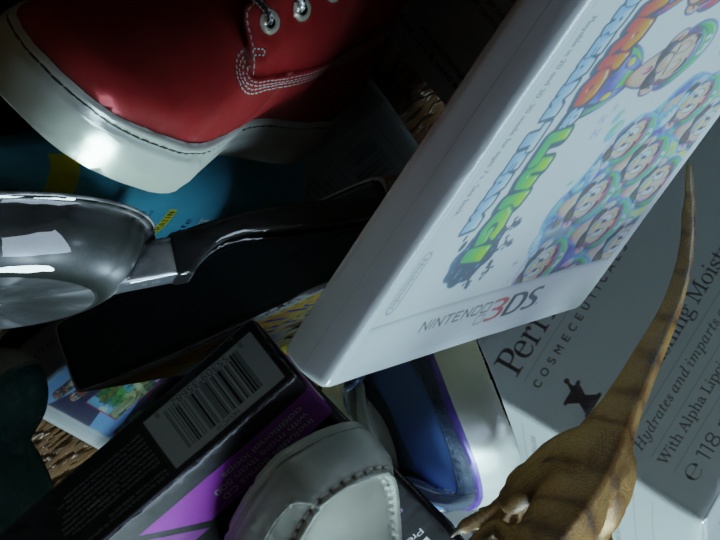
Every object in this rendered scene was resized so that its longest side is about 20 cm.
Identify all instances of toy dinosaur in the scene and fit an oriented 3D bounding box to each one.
[{"bbox_3d":[0.084,0.071,0.989,0.200,0.060,0.106,-57,177,-28],"label":"toy dinosaur"}]

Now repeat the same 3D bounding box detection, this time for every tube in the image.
[{"bbox_3d":[-0.094,-0.029,0.904,0.077,0.051,0.200,-27,168,33],"label":"tube"}]

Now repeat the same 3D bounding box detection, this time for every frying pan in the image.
[{"bbox_3d":[-0.090,-0.001,0.878,0.190,0.031,0.115,4,164,-34],"label":"frying pan"}]

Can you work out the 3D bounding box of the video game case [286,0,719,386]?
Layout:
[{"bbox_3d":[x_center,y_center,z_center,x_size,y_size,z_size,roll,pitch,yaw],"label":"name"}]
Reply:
[{"bbox_3d":[0.078,-0.054,0.901,0.182,0.024,0.200,-14,143,-57],"label":"video game case"}]

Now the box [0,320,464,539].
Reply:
[{"bbox_3d":[-0.046,0.112,0.990,0.143,0.036,0.200,-41,147,1],"label":"box"}]

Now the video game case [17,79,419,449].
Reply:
[{"bbox_3d":[-0.044,0.009,1.122,0.182,0.023,0.200,-40,162,1],"label":"video game case"}]

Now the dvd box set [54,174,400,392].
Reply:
[{"bbox_3d":[0.000,0.000,1.016,0.146,0.029,0.200,-24,172,27],"label":"dvd box set"}]

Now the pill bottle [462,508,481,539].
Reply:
[{"bbox_3d":[0.083,0.152,1.403,0.114,0.200,0.114,-34,161,-14],"label":"pill bottle"}]

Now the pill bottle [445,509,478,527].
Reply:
[{"bbox_3d":[-0.025,0.152,1.340,0.112,0.112,0.200,-17,152,-48],"label":"pill bottle"}]

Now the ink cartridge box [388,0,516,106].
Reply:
[{"bbox_3d":[0.120,-0.142,0.985,0.145,0.084,0.200,-15,150,-48],"label":"ink cartridge box"}]

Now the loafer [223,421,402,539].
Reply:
[{"bbox_3d":[-0.010,0.133,0.955,0.070,0.070,0.200,-23,142,-24],"label":"loafer"}]

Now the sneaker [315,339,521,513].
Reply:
[{"bbox_3d":[-0.024,0.081,1.102,0.146,0.081,0.200,-21,176,-11],"label":"sneaker"}]

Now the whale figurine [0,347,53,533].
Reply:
[{"bbox_3d":[-0.167,0.091,0.947,0.159,0.104,0.200,-34,163,-13],"label":"whale figurine"}]

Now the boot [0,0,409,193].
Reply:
[{"bbox_3d":[-0.026,-0.098,0.845,0.144,0.072,0.200,-47,168,21],"label":"boot"}]

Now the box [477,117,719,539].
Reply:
[{"bbox_3d":[0.154,0.028,1.272,0.199,0.131,0.200,-57,164,-12],"label":"box"}]
